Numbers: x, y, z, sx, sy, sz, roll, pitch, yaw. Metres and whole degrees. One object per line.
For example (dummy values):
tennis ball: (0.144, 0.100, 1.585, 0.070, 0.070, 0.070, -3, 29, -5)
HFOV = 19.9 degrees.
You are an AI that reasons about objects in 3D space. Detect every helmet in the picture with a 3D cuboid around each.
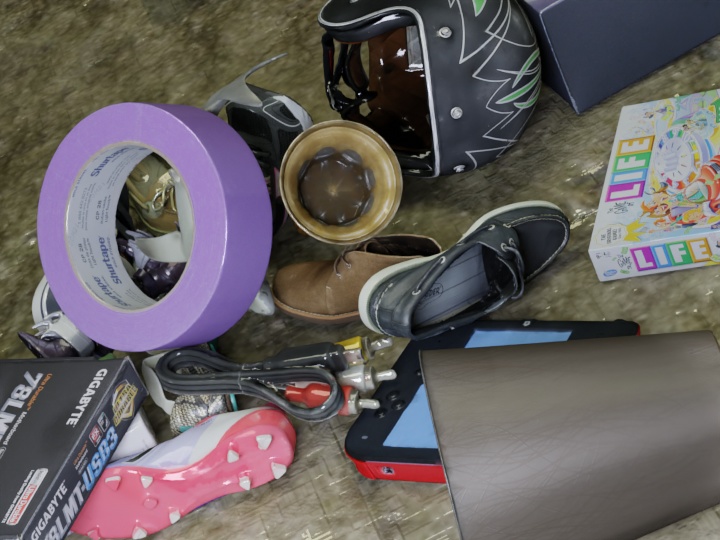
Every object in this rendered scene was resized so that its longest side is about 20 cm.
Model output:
helmet: (0.069, -0.176, 1.829, 0.190, 0.201, 0.200, 6, 44, 28)

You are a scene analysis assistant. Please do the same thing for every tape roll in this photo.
tape roll: (-0.169, -0.036, 1.676, 0.199, 0.202, 0.066, -1, 1, 33)

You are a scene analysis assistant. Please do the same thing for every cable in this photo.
cable: (-0.072, 0.094, 1.624, 0.199, 0.050, 0.097, -9, 39, 21)

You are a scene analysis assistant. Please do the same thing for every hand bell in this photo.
hand bell: (-0.034, -0.059, 1.783, 0.104, 0.104, 0.200, -35, 0, -14)

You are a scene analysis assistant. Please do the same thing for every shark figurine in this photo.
shark figurine: (-0.118, -0.079, 1.738, 0.127, 0.216, 0.089, 9, 17, 25)

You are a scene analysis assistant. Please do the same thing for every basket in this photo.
basket: (0.156, 0.117, 1.402, 0.199, 0.181, 0.136, -15, -7, 4)

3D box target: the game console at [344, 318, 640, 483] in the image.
game console: (0.099, 0.095, 1.572, 0.199, 0.031, 0.177, 0, 41, 33)

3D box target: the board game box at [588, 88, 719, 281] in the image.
board game box: (0.269, -0.076, 1.691, 0.134, 0.034, 0.201, -10, 36, 24)

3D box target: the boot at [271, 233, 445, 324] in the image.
boot: (0.000, 0.000, 1.732, 0.199, 0.076, 0.074, 1, 43, 36)

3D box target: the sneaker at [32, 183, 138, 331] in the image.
sneaker: (-0.238, -0.021, 1.920, 0.079, 0.079, 0.201, -13, 46, 29)

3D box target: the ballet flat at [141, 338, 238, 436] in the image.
ballet flat: (-0.149, 0.070, 1.736, 0.075, 0.068, 0.200, -10, 36, -3)

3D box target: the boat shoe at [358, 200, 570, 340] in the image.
boat shoe: (0.097, 0.003, 1.639, 0.198, 0.075, 0.066, -19, 25, -25)

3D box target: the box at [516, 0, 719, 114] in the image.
box: (0.228, -0.275, 1.918, 0.199, 0.124, 0.198, -30, 34, -6)

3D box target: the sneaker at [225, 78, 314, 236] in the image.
sneaker: (-0.088, -0.083, 1.824, 0.080, 0.200, 0.087, 16, 60, 16)

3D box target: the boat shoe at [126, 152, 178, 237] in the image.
boat shoe: (-0.195, -0.087, 1.993, 0.073, 0.063, 0.201, -34, 34, -13)

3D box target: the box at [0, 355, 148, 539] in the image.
box: (-0.294, 0.152, 1.619, 0.197, 0.050, 0.200, -4, 40, 30)

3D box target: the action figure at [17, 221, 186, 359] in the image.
action figure: (-0.201, 0.022, 1.803, 0.069, 0.130, 0.200, 36, 69, 27)

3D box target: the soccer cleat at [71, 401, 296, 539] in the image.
soccer cleat: (-0.145, 0.158, 1.626, 0.199, 0.067, 0.077, -20, 21, 7)

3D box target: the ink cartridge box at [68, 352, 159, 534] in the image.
ink cartridge box: (-0.266, 0.165, 1.686, 0.199, 0.068, 0.117, -28, 34, -5)
